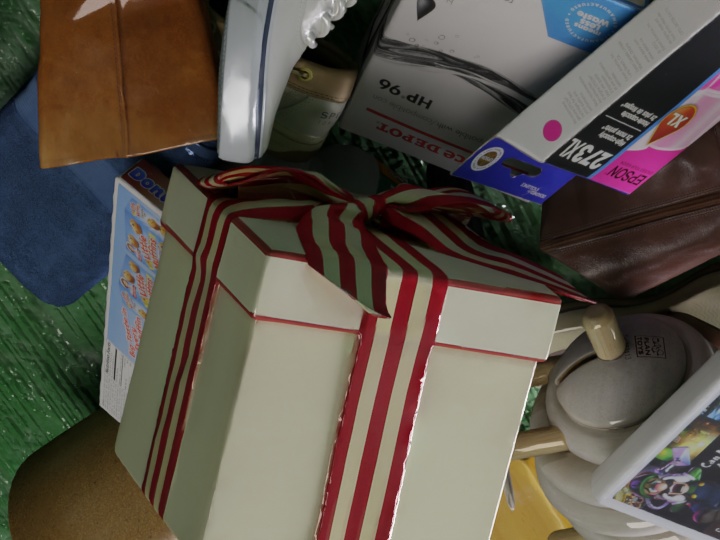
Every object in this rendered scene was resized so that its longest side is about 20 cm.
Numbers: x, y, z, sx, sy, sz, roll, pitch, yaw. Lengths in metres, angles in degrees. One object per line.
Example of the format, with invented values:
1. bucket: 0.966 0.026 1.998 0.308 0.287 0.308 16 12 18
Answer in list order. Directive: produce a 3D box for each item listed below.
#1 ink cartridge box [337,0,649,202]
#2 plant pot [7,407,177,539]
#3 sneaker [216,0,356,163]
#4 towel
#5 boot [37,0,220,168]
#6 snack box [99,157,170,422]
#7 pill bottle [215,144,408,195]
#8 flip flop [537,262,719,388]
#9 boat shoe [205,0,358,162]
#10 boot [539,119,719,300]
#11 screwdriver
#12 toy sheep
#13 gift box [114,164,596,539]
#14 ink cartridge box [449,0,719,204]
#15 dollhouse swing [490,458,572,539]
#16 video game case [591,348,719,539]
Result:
1. ink cartridge box: 0.064 -0.112 1.454 0.115 0.068 0.200 21 139 -6
2. plant pot: -0.083 0.127 1.704 0.186 0.187 0.200 35 120 -22
3. sneaker: -0.026 -0.148 1.365 0.070 0.201 0.073 12 -178 -4
4. towel: -0.148 -0.068 1.564 0.112 0.049 0.200 48 131 0
5. boot: -0.163 -0.154 1.416 0.187 0.069 0.201 -4 103 6
6. snack box: -0.111 0.029 1.559 0.072 0.024 0.201 39 145 23
7. pill bottle: 0.000 0.000 1.565 0.200 0.113 0.113 36 135 -22
8. flip flop: 0.181 0.045 1.595 0.199 0.058 0.081 -10 134 17
9. boat shoe: -0.085 -0.144 1.457 0.200 0.074 0.066 38 115 -2
10. boot: 0.196 -0.005 1.482 0.199 0.064 0.187 -20 91 39
11. screwdriver: 0.059 0.032 1.502 0.029 0.201 0.028 5 157 -28
12. toy sheep: 0.151 0.089 1.523 0.137 0.139 0.200 -4 143 21
13. gift box: -0.003 0.048 1.410 0.184 0.200 0.188 7 103 -28
14. ink cartridge box: 0.146 -0.091 1.400 0.200 0.037 0.095 -38 153 23
15. dollhouse swing: 0.117 0.193 1.794 0.200 0.181 0.177 -29 80 39
16. video game case: 0.247 0.083 1.424 0.181 0.023 0.200 22 130 -25
